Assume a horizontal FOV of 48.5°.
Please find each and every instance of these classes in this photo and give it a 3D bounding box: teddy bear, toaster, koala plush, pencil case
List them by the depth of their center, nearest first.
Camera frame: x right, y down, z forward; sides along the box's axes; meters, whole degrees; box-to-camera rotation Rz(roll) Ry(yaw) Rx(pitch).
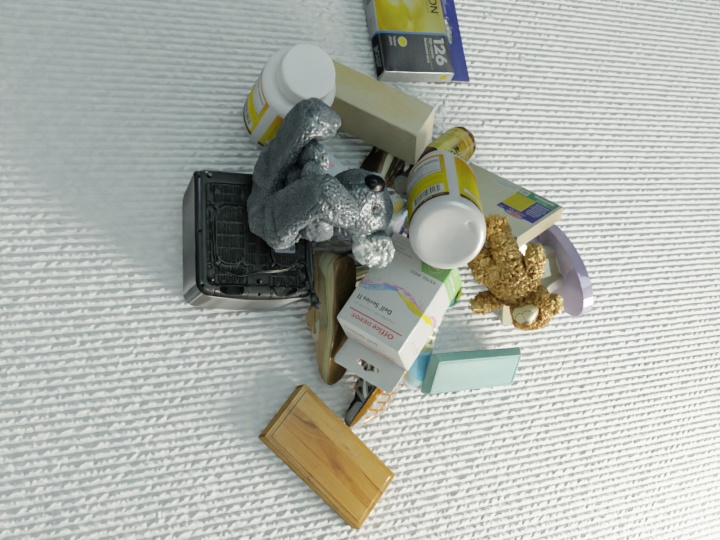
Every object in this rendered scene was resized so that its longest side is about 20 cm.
[{"bbox_3d":[-0.035,-0.097,1.086,0.197,0.183,0.181,12,54,-39],"label":"koala plush"},{"bbox_3d":[-0.160,-0.033,1.152,0.176,0.118,0.206,1,77,-24],"label":"toaster"},{"bbox_3d":[0.220,0.010,1.201,0.142,0.067,0.204,-18,105,12],"label":"teddy bear"},{"bbox_3d":[-0.023,-0.112,1.216,0.198,0.083,0.092,34,106,15],"label":"pencil case"}]

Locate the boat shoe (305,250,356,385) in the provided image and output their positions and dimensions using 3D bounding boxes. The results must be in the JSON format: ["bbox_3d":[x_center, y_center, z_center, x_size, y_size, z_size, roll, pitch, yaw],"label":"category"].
[{"bbox_3d":[-0.046,0.070,1.197,0.071,0.063,0.206,-18,118,-53],"label":"boat shoe"}]

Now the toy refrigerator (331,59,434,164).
[{"bbox_3d":[0.018,-0.254,1.263,0.197,0.076,0.071,28,65,16],"label":"toy refrigerator"}]

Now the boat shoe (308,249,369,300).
[{"bbox_3d":[0.000,0.000,1.256,0.195,0.072,0.064,-11,98,-14],"label":"boat shoe"}]

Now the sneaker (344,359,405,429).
[{"bbox_3d":[0.028,0.149,1.215,0.076,0.078,0.203,32,93,21],"label":"sneaker"}]

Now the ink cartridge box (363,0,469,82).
[{"bbox_3d":[0.104,-0.436,1.413,0.195,0.047,0.203,-6,80,-24],"label":"ink cartridge box"}]

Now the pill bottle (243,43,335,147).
[{"bbox_3d":[-0.103,-0.254,1.172,0.106,0.199,0.113,3,80,-20],"label":"pill bottle"}]

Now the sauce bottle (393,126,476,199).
[{"bbox_3d":[0.123,-0.176,1.327,0.067,0.066,0.200,53,49,-6],"label":"sauce bottle"}]

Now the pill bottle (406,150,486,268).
[{"bbox_3d":[0.120,-0.098,1.158,0.108,0.110,0.202,31,28,-16],"label":"pill bottle"}]

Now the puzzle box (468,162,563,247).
[{"bbox_3d":[0.216,-0.109,1.311,0.132,0.198,0.026,-28,136,-35],"label":"puzzle box"}]

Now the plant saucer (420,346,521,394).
[{"bbox_3d":[0.185,0.164,1.294,0.196,0.019,0.072,1,113,-35],"label":"plant saucer"}]

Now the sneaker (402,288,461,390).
[{"bbox_3d":[0.103,0.079,1.245,0.078,0.130,0.206,6,76,-33],"label":"sneaker"}]

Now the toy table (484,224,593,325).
[{"bbox_3d":[0.288,0.004,1.330,0.114,0.201,0.188,-14,118,-9],"label":"toy table"}]

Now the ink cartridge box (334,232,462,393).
[{"bbox_3d":[0.047,0.059,1.153,0.115,0.068,0.202,25,70,27],"label":"ink cartridge box"}]

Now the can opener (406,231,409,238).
[{"bbox_3d":[0.147,-0.080,1.349,0.078,0.064,0.199,41,51,18],"label":"can opener"}]

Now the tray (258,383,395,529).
[{"bbox_3d":[-0.047,0.276,1.185,0.200,0.037,0.099,46,64,-9],"label":"tray"}]

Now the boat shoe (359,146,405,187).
[{"bbox_3d":[0.047,-0.167,1.310,0.074,0.074,0.206,34,70,-28],"label":"boat shoe"}]
